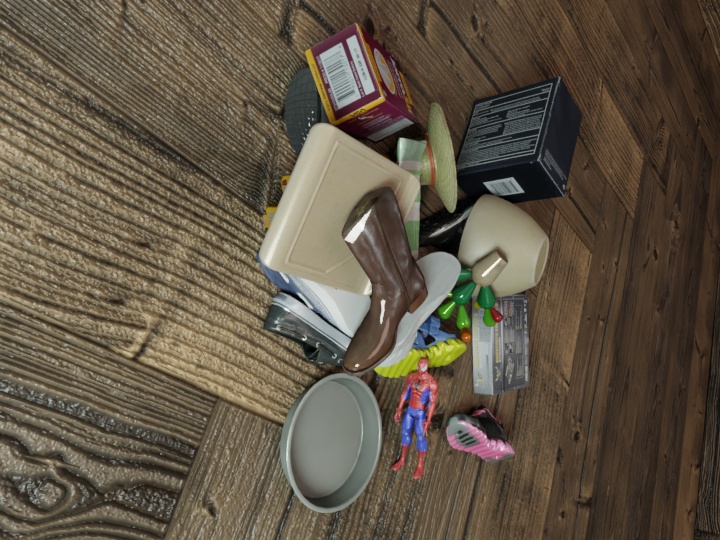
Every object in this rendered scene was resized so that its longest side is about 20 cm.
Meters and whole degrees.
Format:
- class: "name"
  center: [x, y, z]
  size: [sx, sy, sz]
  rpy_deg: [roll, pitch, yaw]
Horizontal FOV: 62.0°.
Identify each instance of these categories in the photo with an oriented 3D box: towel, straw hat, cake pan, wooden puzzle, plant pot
- class: "towel"
  center: [0.073, -0.097, 0.918]
  size: [0.152, 0.023, 0.204]
  rpy_deg: [-33, 129, -70]
- class: "straw hat"
  center: [0.102, -0.188, 1.039]
  size: [0.084, 0.201, 0.205]
  rpy_deg: [-10, 97, -1]
- class: "cake pan"
  center: [-0.045, 0.257, 0.907]
  size: [0.198, 0.036, 0.204]
  rpy_deg: [3, 86, -47]
- class: "wooden puzzle"
  center: [-0.024, -0.071, 0.786]
  size: [0.198, 0.037, 0.187]
  rpy_deg: [19, 97, -44]
- class: "plant pot"
  center: [0.283, -0.034, 1.149]
  size: [0.200, 0.133, 0.203]
  rpy_deg: [-37, 135, -49]

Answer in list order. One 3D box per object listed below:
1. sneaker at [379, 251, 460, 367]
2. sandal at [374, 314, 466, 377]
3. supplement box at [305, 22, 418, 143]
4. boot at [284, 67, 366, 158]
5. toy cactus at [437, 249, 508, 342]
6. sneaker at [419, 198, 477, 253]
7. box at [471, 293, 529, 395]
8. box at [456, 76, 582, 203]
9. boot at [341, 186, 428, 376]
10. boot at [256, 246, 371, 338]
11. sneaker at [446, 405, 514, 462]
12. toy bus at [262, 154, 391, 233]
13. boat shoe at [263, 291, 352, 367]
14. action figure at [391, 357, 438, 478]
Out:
- class: "sneaker"
  center: [0.080, 0.063, 0.948]
  size: [0.200, 0.073, 0.116]
  rpy_deg: [-45, 164, -27]
- class: "sandal"
  center: [0.089, 0.128, 1.041]
  size: [0.198, 0.080, 0.088]
  rpy_deg: [-3, 53, -39]
- class: "supplement box"
  center: [0.010, -0.268, 0.889]
  size: [0.200, 0.085, 0.112]
  rpy_deg: [-12, 82, -70]
- class: "boot"
  center: [-0.044, -0.203, 0.918]
  size: [0.131, 0.069, 0.204]
  rpy_deg: [-20, 113, -47]
- class: "toy cactus"
  center: [0.192, 0.032, 1.062]
  size: [0.199, 0.165, 0.103]
  rpy_deg: [37, 26, -14]
- class: "sneaker"
  center: [0.171, -0.066, 1.127]
  size: [0.199, 0.075, 0.089]
  rpy_deg: [-30, 115, -43]
- class: "box"
  center: [0.298, 0.152, 1.265]
  size: [0.157, 0.048, 0.204]
  rpy_deg: [1, 88, -46]
- class: "box"
  center: [0.311, -0.247, 1.188]
  size: [0.123, 0.198, 0.201]
  rpy_deg: [37, 63, -38]
- class: "boot"
  center: [0.008, 0.014, 0.784]
  size: [0.187, 0.064, 0.201]
  rpy_deg: [-52, 139, -26]
- class: "boot"
  center: [-0.061, 0.026, 0.866]
  size: [0.201, 0.089, 0.073]
  rpy_deg: [54, 51, -32]
- class: "sneaker"
  center: [0.231, 0.309, 1.184]
  size: [0.199, 0.078, 0.097]
  rpy_deg: [36, 41, -40]
- class: "toy bus"
  center: [-0.042, -0.105, 0.835]
  size: [0.198, 0.065, 0.080]
  rpy_deg: [-20, 107, -37]
- class: "boat shoe"
  center: [-0.063, 0.107, 0.881]
  size: [0.200, 0.068, 0.057]
  rpy_deg: [41, 68, -31]
- class: "action figure"
  center: [0.093, 0.245, 1.006]
  size: [0.051, 0.065, 0.204]
  rpy_deg: [-4, 104, -55]
